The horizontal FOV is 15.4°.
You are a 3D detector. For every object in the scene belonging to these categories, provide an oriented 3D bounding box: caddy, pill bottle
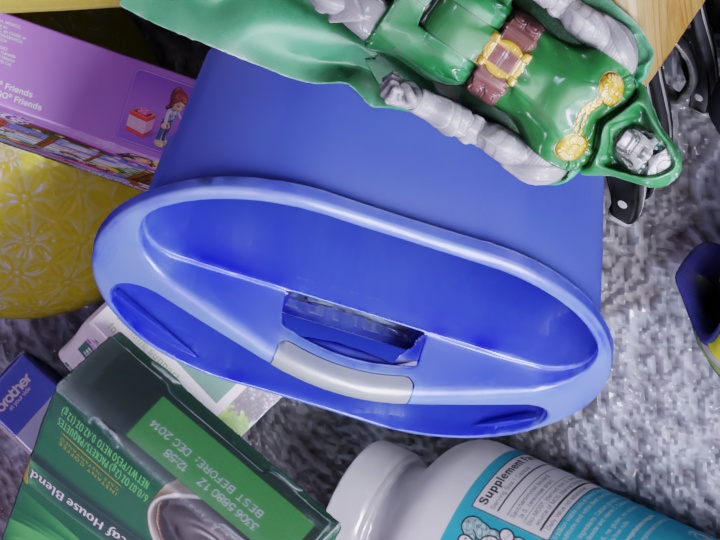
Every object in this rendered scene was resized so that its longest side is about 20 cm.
[{"bbox_3d":[0.000,0.000,1.000,0.199,0.106,0.142,17,147,-10],"label":"caddy"},{"bbox_3d":[0.081,0.145,1.169,0.199,0.111,0.111,23,128,23],"label":"pill bottle"}]

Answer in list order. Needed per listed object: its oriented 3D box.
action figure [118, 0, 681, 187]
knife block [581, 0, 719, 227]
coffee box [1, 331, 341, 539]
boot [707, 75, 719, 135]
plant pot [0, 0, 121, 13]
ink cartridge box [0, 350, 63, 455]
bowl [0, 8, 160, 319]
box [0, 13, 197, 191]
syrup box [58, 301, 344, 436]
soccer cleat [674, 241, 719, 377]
[{"bbox_3d":[0.030,-0.089,0.930,0.199,0.055,0.119,32,101,-9],"label":"action figure"},{"bbox_3d":[0.082,-0.107,0.973,0.064,0.200,0.177,16,96,26],"label":"knife block"},{"bbox_3d":[-0.089,0.126,1.100,0.123,0.044,0.200,40,143,9],"label":"coffee box"},{"bbox_3d":[0.227,-0.077,0.946,0.199,0.076,0.169,31,128,25],"label":"boot"},{"bbox_3d":[-0.176,-0.212,1.021,0.194,0.199,0.197,47,143,45],"label":"plant pot"},{"bbox_3d":[-0.118,0.101,1.289,0.200,0.042,0.119,40,175,6],"label":"ink cartridge box"},{"bbox_3d":[-0.192,-0.053,1.243,0.199,0.108,0.201,18,127,26],"label":"bowl"},{"bbox_3d":[-0.130,-0.072,1.115,0.199,0.039,0.137,19,174,-13],"label":"box"},{"bbox_3d":[-0.074,0.032,1.161,0.079,0.081,0.200,46,170,-3],"label":"syrup box"},{"bbox_3d":[0.171,0.019,1.000,0.084,0.065,0.200,45,171,-9],"label":"soccer cleat"}]
